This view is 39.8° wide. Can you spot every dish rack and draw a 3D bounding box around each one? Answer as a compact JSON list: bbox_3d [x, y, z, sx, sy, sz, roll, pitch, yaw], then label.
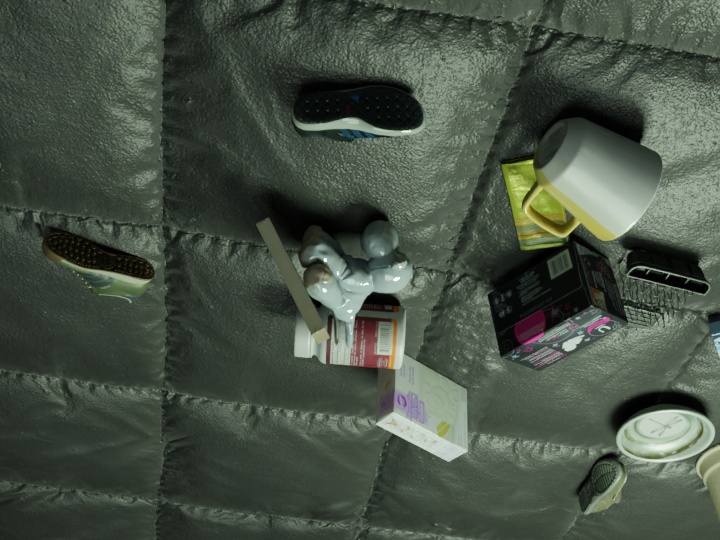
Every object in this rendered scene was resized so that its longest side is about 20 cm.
[{"bbox_3d":[0.494,0.049,1.734,0.151,0.055,0.201,14,138,-10],"label":"dish rack"}]

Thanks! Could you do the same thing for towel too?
[{"bbox_3d":[0.284,-0.105,1.600,0.085,0.018,0.201,-9,137,13],"label":"towel"}]

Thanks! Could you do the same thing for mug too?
[{"bbox_3d":[0.328,-0.131,1.465,0.152,0.150,0.188,29,102,-16],"label":"mug"}]

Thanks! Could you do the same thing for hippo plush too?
[{"bbox_3d":[0.000,0.000,1.623,0.159,0.203,0.159,-21,166,13],"label":"hippo plush"}]

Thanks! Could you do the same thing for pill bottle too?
[{"bbox_3d":[-0.020,0.115,1.803,0.196,0.116,0.115,5,140,-1],"label":"pill bottle"}]

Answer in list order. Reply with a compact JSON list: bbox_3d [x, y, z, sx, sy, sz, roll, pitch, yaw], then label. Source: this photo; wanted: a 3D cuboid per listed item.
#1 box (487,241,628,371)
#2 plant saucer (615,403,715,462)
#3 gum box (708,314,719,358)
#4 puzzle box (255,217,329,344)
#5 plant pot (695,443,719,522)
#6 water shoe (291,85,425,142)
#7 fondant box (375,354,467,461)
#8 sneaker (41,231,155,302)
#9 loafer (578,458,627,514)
[{"bbox_3d":[0.334,0.064,1.696,0.114,0.134,0.199,22,137,-38],"label":"box"},{"bbox_3d":[0.623,0.324,2.043,0.196,0.051,0.202,2,139,1],"label":"plant saucer"},{"bbox_3d":[0.746,0.139,1.826,0.167,0.045,0.201,-15,135,21],"label":"gum box"},{"bbox_3d":[-0.108,0.020,1.614,0.025,0.202,0.133,-27,169,-3],"label":"puzzle box"},{"bbox_3d":[0.832,0.490,2.116,0.196,0.186,0.202,2,140,1],"label":"plant pot"},{"bbox_3d":[-0.003,-0.227,1.460,0.196,0.073,0.079,4,167,-3],"label":"water shoe"},{"bbox_3d":[0.122,0.264,1.940,0.198,0.146,0.058,30,134,-28],"label":"fondant box"},{"bbox_3d":[-0.468,0.005,1.744,0.197,0.068,0.090,18,132,-21],"label":"sneaker"},{"bbox_3d":[0.552,0.480,2.223,0.068,0.076,0.201,0,145,-14],"label":"loafer"}]
